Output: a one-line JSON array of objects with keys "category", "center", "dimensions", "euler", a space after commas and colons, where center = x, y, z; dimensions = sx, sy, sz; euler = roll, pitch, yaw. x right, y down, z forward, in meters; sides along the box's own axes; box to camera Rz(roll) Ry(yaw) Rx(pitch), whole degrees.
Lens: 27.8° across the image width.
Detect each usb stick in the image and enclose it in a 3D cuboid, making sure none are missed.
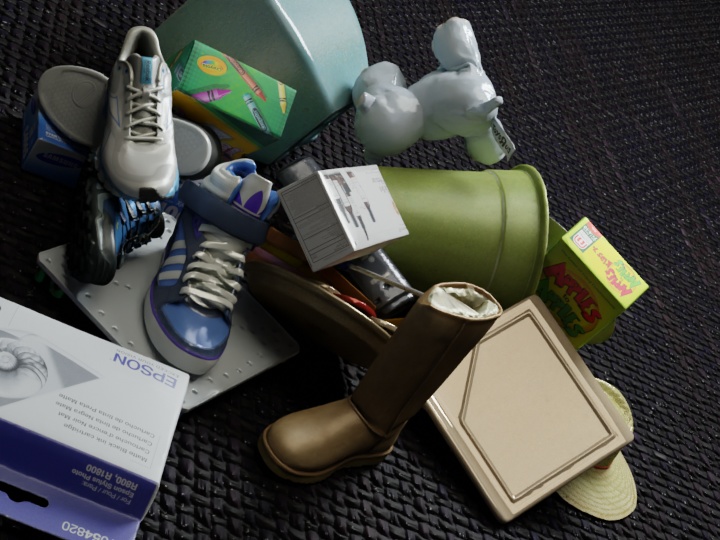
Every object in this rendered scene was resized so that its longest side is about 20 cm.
[{"category": "usb stick", "center": [-0.018, -0.036, 1.520], "dimensions": [0.055, 0.033, 0.200], "euler": [-26, 70, -32]}]

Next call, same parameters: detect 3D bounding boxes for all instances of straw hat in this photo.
[{"category": "straw hat", "center": [0.247, 0.165, 1.581], "dimensions": [0.200, 0.085, 0.202], "euler": [27, 32, -18]}]

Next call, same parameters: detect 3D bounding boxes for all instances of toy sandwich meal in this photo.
[{"category": "toy sandwich meal", "center": [-0.027, 0.027, 1.415], "dimensions": [0.204, 0.071, 0.205], "euler": [30, -13, 8]}]

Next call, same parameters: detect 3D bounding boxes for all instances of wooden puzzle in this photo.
[{"category": "wooden puzzle", "center": [0.162, 0.141, 1.497], "dimensions": [0.199, 0.037, 0.186], "euler": [-26, 75, -30]}]

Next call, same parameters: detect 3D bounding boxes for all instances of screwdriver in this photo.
[{"category": "screwdriver", "center": [0.000, 0.000, 1.450], "dimensions": [0.029, 0.028, 0.199], "euler": [5, 14, -46]}]

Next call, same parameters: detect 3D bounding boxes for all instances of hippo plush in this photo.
[{"category": "hippo plush", "center": [0.074, -0.167, 1.631], "dimensions": [0.201, 0.160, 0.160], "euler": [-105, 176, -46]}]

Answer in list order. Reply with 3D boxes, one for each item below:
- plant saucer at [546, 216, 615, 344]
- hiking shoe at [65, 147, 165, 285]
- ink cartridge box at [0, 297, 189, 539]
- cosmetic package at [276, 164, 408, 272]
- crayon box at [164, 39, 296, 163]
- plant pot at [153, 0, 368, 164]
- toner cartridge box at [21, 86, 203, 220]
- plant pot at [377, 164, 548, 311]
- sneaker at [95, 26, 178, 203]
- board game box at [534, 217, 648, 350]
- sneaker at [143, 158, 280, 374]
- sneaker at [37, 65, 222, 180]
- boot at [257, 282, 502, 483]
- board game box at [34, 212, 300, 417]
[{"category": "plant saucer", "center": [0.215, 0.012, 1.701], "dimensions": [0.031, 0.200, 0.200], "euler": [-36, 71, -21]}, {"category": "hiking shoe", "center": [-0.218, -0.049, 1.335], "dimensions": [0.086, 0.075, 0.201], "euler": [17, 29, -16]}, {"category": "ink cartridge box", "center": [-0.245, 0.115, 1.144], "dimensions": [0.198, 0.041, 0.201], "euler": [23, 31, -10]}, {"category": "cosmetic package", "center": [-0.012, -0.054, 1.399], "dimensions": [0.083, 0.050, 0.200], "euler": [66, 17, 1]}, {"category": "crayon box", "center": [-0.162, -0.169, 1.516], "dimensions": [0.118, 0.200, 0.059], "euler": [24, 75, -21]}, {"category": "plant pot", "center": [-0.102, -0.244, 1.688], "dimensions": [0.201, 0.195, 0.196], "euler": [53, 30, -2]}, {"category": "toner cartridge box", "center": [-0.245, -0.112, 1.486], "dimensions": [0.199, 0.043, 0.095], "euler": [20, 32, -27]}, {"category": "plant pot", "center": [0.081, -0.037, 1.614], "dimensions": [0.188, 0.201, 0.201], "euler": [11, 37, -19]}, {"category": "sneaker", "center": [-0.202, -0.146, 1.317], "dimensions": [0.074, 0.087, 0.201], "euler": [1, 46, -18]}, {"category": "board game box", "center": [0.223, 0.035, 1.611], "dimensions": [0.048, 0.200, 0.102], "euler": [-37, 82, -33]}, {"category": "sneaker", "center": [-0.129, -0.019, 1.320], "dimensions": [0.080, 0.147, 0.201], "euler": [25, 31, -19]}, {"category": "sneaker", "center": [-0.225, -0.140, 1.448], "dimensions": [0.199, 0.071, 0.099], "euler": [25, 0, 13]}, {"category": "boot", "center": [0.015, 0.096, 1.310], "dimensions": [0.174, 0.200, 0.066], "euler": [-6, 50, -51]}, {"category": "board game box", "center": [-0.179, 0.039, 1.361], "dimensions": [0.200, 0.026, 0.200], "euler": [44, 30, 13]}]
